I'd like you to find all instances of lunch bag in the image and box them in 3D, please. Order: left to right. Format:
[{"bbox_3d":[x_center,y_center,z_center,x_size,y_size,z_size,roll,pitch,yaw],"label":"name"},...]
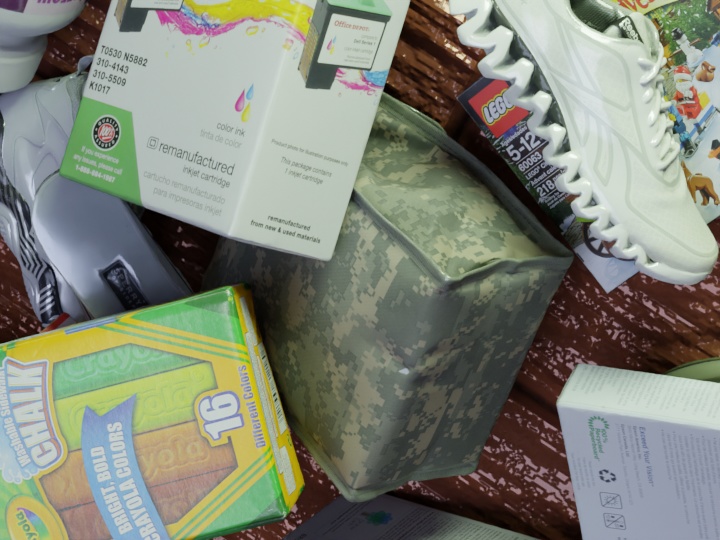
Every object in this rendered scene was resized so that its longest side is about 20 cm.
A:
[{"bbox_3d":[0.000,0.000,1.487,0.200,0.117,0.165,46,130,33],"label":"lunch bag"}]

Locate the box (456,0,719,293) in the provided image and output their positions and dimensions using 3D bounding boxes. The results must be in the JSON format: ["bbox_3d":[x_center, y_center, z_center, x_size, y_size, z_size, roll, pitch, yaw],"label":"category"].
[{"bbox_3d":[0.166,-0.096,1.415,0.200,0.038,0.137,-37,93,33],"label":"box"}]

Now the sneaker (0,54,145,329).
[{"bbox_3d":[-0.146,-0.029,1.572,0.115,0.075,0.201,-23,97,34],"label":"sneaker"}]

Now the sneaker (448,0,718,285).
[{"bbox_3d":[0.129,-0.082,1.378,0.081,0.075,0.200,-33,95,24],"label":"sneaker"}]

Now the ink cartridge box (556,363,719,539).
[{"bbox_3d":[0.215,0.145,1.456,0.199,0.041,0.200,10,135,25],"label":"ink cartridge box"}]

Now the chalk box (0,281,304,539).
[{"bbox_3d":[-0.143,0.090,1.417,0.199,0.124,0.125,-16,91,3],"label":"chalk box"}]

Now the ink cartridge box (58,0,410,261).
[{"bbox_3d":[-0.060,-0.122,1.417,0.144,0.084,0.201,19,93,42],"label":"ink cartridge box"}]

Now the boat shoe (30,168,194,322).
[{"bbox_3d":[-0.116,0.029,1.509,0.073,0.065,0.201,-25,94,3],"label":"boat shoe"}]

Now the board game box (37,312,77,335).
[{"bbox_3d":[-0.161,0.119,1.603,0.152,0.046,0.200,48,156,-1],"label":"board game box"}]

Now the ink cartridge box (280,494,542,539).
[{"bbox_3d":[0.040,0.203,1.526,0.199,0.136,0.077,11,118,35],"label":"ink cartridge box"}]

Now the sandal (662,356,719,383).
[{"bbox_3d":[0.243,0.076,1.440,0.200,0.057,0.080,-16,104,26],"label":"sandal"}]

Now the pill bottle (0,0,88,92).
[{"bbox_3d":[-0.191,-0.203,1.497,0.112,0.112,0.201,31,122,10],"label":"pill bottle"}]
